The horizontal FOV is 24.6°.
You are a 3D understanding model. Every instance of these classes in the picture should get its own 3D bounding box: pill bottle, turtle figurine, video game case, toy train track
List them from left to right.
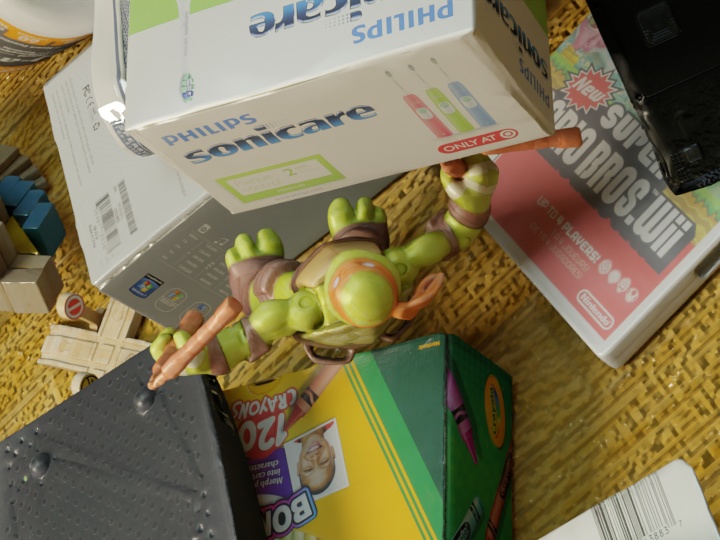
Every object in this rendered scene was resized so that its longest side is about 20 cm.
[{"bbox_3d":[-0.202,-0.177,0.955,0.200,0.116,0.117,-7,60,62],"label":"pill bottle"},{"bbox_3d":[-0.156,0.081,0.869,0.114,0.032,0.201,7,73,41],"label":"toy train track"},{"bbox_3d":[0.000,0.000,0.704,0.199,0.065,0.161,-33,10,-5],"label":"turtle figurine"},{"bbox_3d":[0.139,-0.073,0.723,0.200,0.017,0.143,-47,46,9],"label":"video game case"}]

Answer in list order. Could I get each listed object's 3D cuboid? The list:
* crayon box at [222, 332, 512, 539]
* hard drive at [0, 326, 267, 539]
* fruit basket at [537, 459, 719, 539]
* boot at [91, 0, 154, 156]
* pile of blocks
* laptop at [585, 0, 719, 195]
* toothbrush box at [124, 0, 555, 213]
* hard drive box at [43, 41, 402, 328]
[{"bbox_3d":[-0.029,0.112,0.732,0.199,0.058,0.120,-17,58,32],"label":"crayon box"},{"bbox_3d":[-0.095,0.137,0.702,0.134,0.042,0.201,-32,50,22],"label":"hard drive"},{"bbox_3d":[0.062,0.188,0.546,0.200,0.093,0.186,-42,45,36],"label":"fruit basket"},{"bbox_3d":[-0.084,-0.155,0.815,0.090,0.073,0.201,-20,62,20],"label":"boot"},{"bbox_3d":[-0.221,-0.050,0.948,0.082,0.062,0.200,-33,42,-19],"label":"pile of blocks"},{"bbox_3d":[0.170,-0.164,0.680,0.176,0.201,0.103,-24,10,17],"label":"laptop"},{"bbox_3d":[-0.009,-0.142,0.653,0.145,0.086,0.201,-13,62,23],"label":"toothbrush box"},{"bbox_3d":[-0.057,-0.089,0.849,0.200,0.077,0.156,-37,49,18],"label":"hard drive box"}]
